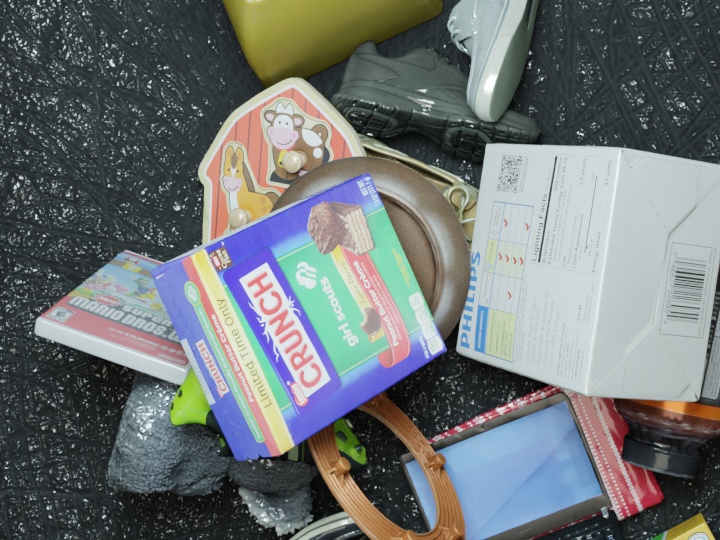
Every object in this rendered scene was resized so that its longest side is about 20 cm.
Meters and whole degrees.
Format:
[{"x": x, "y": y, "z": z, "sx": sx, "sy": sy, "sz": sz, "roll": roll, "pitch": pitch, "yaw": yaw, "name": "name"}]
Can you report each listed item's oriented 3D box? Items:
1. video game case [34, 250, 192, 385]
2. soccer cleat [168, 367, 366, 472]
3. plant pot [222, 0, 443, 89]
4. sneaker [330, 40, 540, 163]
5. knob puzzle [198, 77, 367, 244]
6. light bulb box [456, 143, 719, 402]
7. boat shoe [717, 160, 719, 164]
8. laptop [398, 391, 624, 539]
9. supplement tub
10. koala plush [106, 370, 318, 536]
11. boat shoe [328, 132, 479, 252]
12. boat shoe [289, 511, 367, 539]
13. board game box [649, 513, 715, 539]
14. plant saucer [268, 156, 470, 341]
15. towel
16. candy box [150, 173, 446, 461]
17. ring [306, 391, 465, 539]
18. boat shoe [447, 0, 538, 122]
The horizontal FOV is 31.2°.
[{"x": -0.191, "y": 0.039, "z": 1.180, "sx": 0.141, "sy": 0.200, "sz": 0.018, "roll": 18, "pitch": 111, "yaw": 6, "name": "video game case"}, {"x": -0.078, "y": 0.135, "z": 1.121, "sx": 0.199, "sy": 0.068, "sz": 0.081, "roll": 32, "pitch": 111, "yaw": -35, "name": "soccer cleat"}, {"x": -0.054, "y": -0.295, "z": 1.151, "sx": 0.192, "sy": 0.200, "sz": 0.198, "roll": -24, "pitch": 89, "yaw": 7, "name": "plant pot"}, {"x": 0.075, "y": -0.163, "z": 1.202, "sx": 0.197, "sy": 0.076, "sz": 0.092, "roll": 16, "pitch": 67, "yaw": -6, "name": "sneaker"}, {"x": -0.073, "y": -0.077, "z": 1.202, "sx": 0.217, "sy": 0.030, "sz": 0.223, "roll": 5, "pitch": 101, "yaw": 27, "name": "knob puzzle"}, {"x": 0.195, "y": -0.004, "z": 1.113, "sx": 0.123, "sy": 0.199, "sz": 0.202, "roll": 7, "pitch": 93, "yaw": -27, "name": "light bulb box"}, {"x": 0.366, "y": -0.121, "z": 1.171, "sx": 0.201, "sy": 0.071, "sz": 0.066, "roll": -49, "pitch": 56, "yaw": 18, "name": "boat shoe"}, {"x": 0.144, "y": 0.242, "z": 1.170, "sx": 0.175, "sy": 0.201, "sz": 0.104, "roll": -23, "pitch": 128, "yaw": 10, "name": "laptop"}, {"x": 0.289, "y": 0.080, "z": 1.162, "sx": 0.105, "sy": 0.107, "sz": 0.203, "roll": 12, "pitch": 92, "yaw": 7, "name": "supplement tub"}, {"x": -0.121, "y": 0.153, "z": 1.199, "sx": 0.197, "sy": 0.184, "sz": 0.180, "roll": 18, "pitch": 96, "yaw": -6, "name": "koala plush"}, {"x": 0.055, "y": -0.065, "z": 1.212, "sx": 0.198, "sy": 0.063, "sz": 0.074, "roll": 27, "pitch": 95, "yaw": 6, "name": "boat shoe"}, {"x": -0.059, "y": 0.296, "z": 1.228, "sx": 0.199, "sy": 0.074, "sz": 0.063, "roll": -40, "pitch": 63, "yaw": 13, "name": "boat shoe"}, {"x": 0.303, "y": 0.354, "z": 1.203, "sx": 0.152, "sy": 0.040, "sz": 0.202, "roll": -30, "pitch": 88, "yaw": 7, "name": "board game box"}, {"x": 0.000, "y": 0.000, "z": 1.160, "sx": 0.197, "sy": 0.032, "sz": 0.204, "roll": 1, "pitch": 99, "yaw": 8, "name": "plant saucer"}, {"x": 0.173, "y": 0.190, "z": 1.225, "sx": 0.198, "sy": 0.022, "sz": 0.146, "roll": -25, "pitch": 90, "yaw": 9, "name": "towel"}, {"x": -0.046, "y": 0.034, "z": 1.055, "sx": 0.199, "sy": 0.077, "sz": 0.171, "roll": -28, "pitch": 95, "yaw": -37, "name": "candy box"}, {"x": 0.027, "y": 0.170, "z": 1.125, "sx": 0.019, "sy": 0.200, "sz": 0.201, "roll": -41, "pitch": 87, "yaw": 23, "name": "ring"}, {"x": 0.118, "y": -0.226, "z": 1.178, "sx": 0.070, "sy": 0.070, "sz": 0.203, "roll": 9, "pitch": 66, "yaw": 18, "name": "boat shoe"}]
